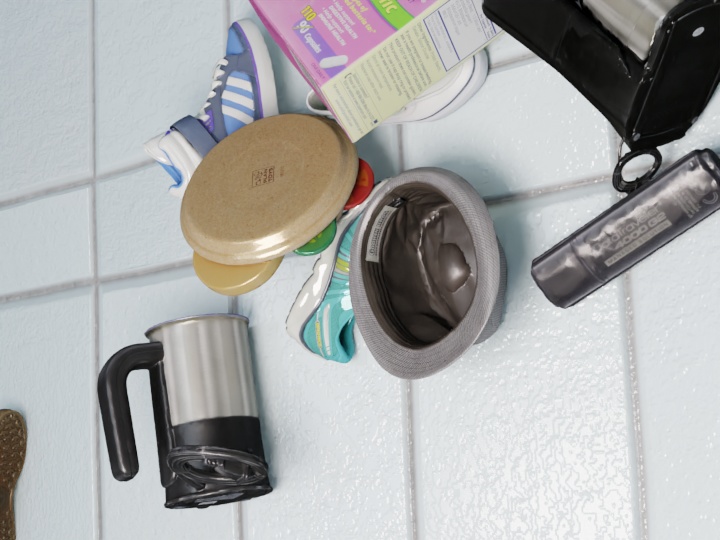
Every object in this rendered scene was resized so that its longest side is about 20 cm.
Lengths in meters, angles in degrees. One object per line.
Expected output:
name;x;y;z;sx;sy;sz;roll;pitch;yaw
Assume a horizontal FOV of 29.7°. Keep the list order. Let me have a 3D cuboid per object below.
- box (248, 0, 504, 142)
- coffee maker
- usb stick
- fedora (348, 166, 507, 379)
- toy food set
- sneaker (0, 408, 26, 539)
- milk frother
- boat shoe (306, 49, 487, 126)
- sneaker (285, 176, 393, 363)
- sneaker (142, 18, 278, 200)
box;0.015;-0.258;1.286;0.199;0.097;0.177;-35;57;0
coffee maker;0.198;-0.203;1.150;0.200;0.134;0.193;48;116;35
usb stick;0.230;-0.033;1.162;0.199;0.033;0.056;-37;95;33
fedora;0.077;0.005;1.263;0.177;0.090;0.201;-43;56;29
toy food set;-0.086;-0.077;1.334;0.196;0.049;0.201;-26;44;4
sneaker;-0.488;0.274;1.749;0.089;0.067;0.203;7;93;36
milk frother;-0.154;0.137;1.392;0.199;0.179;0.191;-22;72;41
boat shoe;0.031;-0.178;1.339;0.199;0.066;0.075;-19;73;39
sneaker;0.000;0.000;1.359;0.079;0.077;0.202;31;109;17
sneaker;-0.165;-0.170;1.455;0.081;0.145;0.203;134;127;-72
